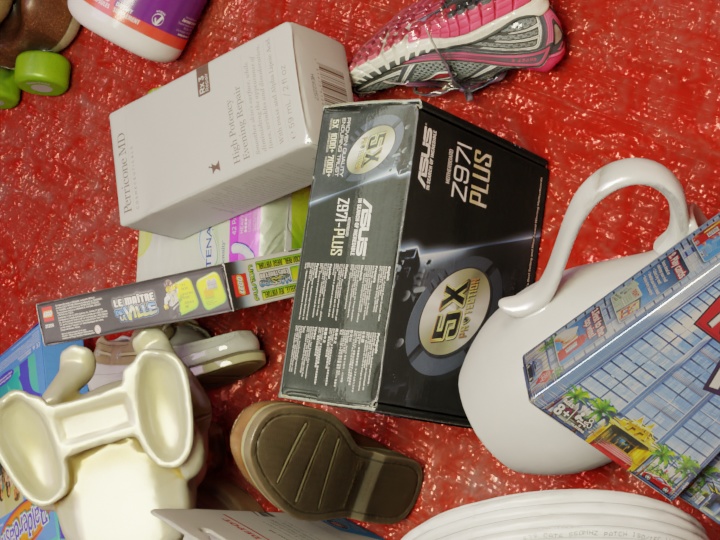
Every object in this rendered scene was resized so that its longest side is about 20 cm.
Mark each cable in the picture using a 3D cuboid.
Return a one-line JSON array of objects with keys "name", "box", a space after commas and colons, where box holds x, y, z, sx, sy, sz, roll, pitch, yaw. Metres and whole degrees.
[{"name": "cable", "box": [0.116, 0.189, 0.781, 0.200, 0.200, 0.069, -29, 50, 37]}]

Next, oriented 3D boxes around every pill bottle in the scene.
[{"name": "pill bottle", "box": [-0.173, -0.295, 1.183, 0.112, 0.112, 0.200, 37, 104, 38]}]

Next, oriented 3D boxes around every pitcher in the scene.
[{"name": "pitcher", "box": [0.145, 0.030, 0.815, 0.200, 0.172, 0.121, -36, 27, 26]}]

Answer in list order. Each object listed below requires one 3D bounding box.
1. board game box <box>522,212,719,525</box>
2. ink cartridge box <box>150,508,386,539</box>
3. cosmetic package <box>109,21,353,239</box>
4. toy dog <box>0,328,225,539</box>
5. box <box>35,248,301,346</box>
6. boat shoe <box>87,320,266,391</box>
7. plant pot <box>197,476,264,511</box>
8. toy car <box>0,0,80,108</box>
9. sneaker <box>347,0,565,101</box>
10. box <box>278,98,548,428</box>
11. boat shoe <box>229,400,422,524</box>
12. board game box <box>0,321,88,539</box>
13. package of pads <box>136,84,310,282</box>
[{"name": "board game box", "box": [0.229, 0.042, 0.730, 0.200, 0.200, 0.062, -52, 11, 19]}, {"name": "ink cartridge box", "box": [-0.049, 0.216, 0.906, 0.116, 0.200, 0.067, 20, 93, 40]}, {"name": "cosmetic package", "box": [-0.100, -0.102, 1.017, 0.200, 0.074, 0.102, -21, 70, 33]}, {"name": "toy dog", "box": [-0.159, 0.136, 0.983, 0.139, 0.200, 0.194, -26, 91, 1]}, {"name": "box", "box": [-0.139, 0.020, 1.007, 0.200, 0.110, 0.035, -11, 91, 36]}, {"name": "boat shoe", "box": [-0.164, 0.071, 1.116, 0.200, 0.075, 0.069, -17, 75, 36]}, {"name": "plant pot", "box": [-0.161, 0.262, 1.059, 0.200, 0.093, 0.202, -11, 72, 38]}, {"name": "toy car", "box": [-0.388, -0.270, 1.296, 0.157, 0.200, 0.165, -7, 75, 38]}, {"name": "sneaker", "box": [0.061, -0.160, 0.991, 0.200, 0.075, 0.081, -10, 33, 48]}, {"name": "box", "box": [0.041, 0.001, 0.907, 0.086, 0.164, 0.201, 3, 81, 40]}, {"name": "boat shoe", "box": [-0.036, 0.133, 0.915, 0.068, 0.200, 0.072, 20, 79, 37]}, {"name": "board game box", "box": [-0.294, 0.166, 1.199, 0.152, 0.045, 0.201, -32, 60, 45]}, {"name": "package of pads", "box": [-0.116, -0.069, 1.114, 0.154, 0.068, 0.201, -10, 73, 37]}]
